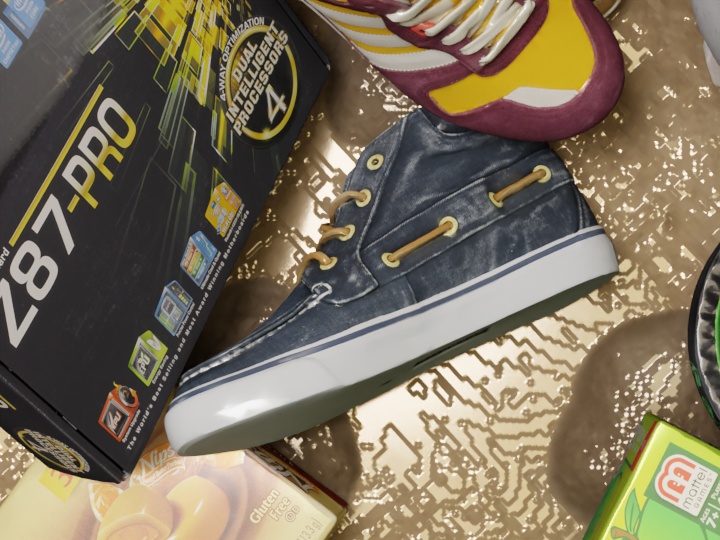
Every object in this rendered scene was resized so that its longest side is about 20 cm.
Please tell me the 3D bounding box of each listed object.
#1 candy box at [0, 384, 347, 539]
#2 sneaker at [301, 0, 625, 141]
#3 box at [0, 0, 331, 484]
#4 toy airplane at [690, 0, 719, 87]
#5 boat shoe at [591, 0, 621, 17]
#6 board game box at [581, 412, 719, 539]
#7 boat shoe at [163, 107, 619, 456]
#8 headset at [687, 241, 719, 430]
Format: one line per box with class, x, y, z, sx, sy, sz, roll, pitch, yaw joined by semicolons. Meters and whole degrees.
candy box;-0.109;0.145;0.779;0.115;0.055;0.201;37;92;6
sneaker;0.022;-0.104;0.682;0.199;0.090;0.075;29;94;-19
box;-0.102;-0.049;0.695;0.049;0.161;0.201;4;57;40
toy airplane;0.142;-0.146;0.696;0.139;0.200;0.202;-1;92;0
boat shoe;0.062;-0.198;0.772;0.074;0.062;0.202;-17;85;7
board game box;0.089;0.157;0.734;0.047;0.102;0.202;27;91;6
boat shoe;0.000;0.000;0.752;0.199;0.071;0.092;-23;79;-19
headset;0.220;0.000;0.730;0.200;0.094;0.124;-40;85;-3
